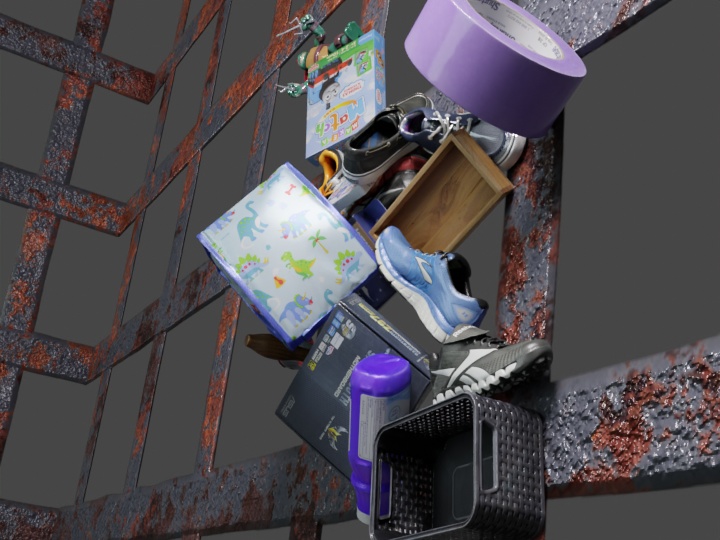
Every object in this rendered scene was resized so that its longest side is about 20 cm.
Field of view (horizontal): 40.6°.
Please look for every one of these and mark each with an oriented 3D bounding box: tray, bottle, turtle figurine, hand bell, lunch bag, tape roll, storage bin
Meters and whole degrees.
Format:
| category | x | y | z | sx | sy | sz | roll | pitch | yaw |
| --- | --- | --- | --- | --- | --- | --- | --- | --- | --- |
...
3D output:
| category | x | y | z | sx | sy | sz | roll | pitch | yaw |
| --- | --- | --- | --- | --- | --- | --- | --- | --- | --- |
| tray | 0.100 | -0.076 | 1.250 | 0.099 | 0.037 | 0.200 | 50 | 130 | 11 |
| bottle | 0.022 | 0.207 | 1.180 | 0.064 | 0.083 | 0.204 | 11 | 107 | 27 |
| turtle figurine | -0.079 | -0.399 | 1.815 | 0.198 | 0.099 | 0.153 | 4 | 95 | 47 |
| hand bell | -0.068 | 0.118 | 1.343 | 0.104 | 0.197 | 0.106 | -44 | 37 | 46 |
| lunch bag | -0.090 | -0.013 | 1.305 | 0.170 | 0.128 | 0.200 | -41 | 60 | -10 |
| tape roll | 0.154 | -0.246 | 1.117 | 0.086 | 0.197 | 0.202 | -57 | 29 | 29 |
| storage bin | 0.100 | 0.225 | 1.049 | 0.199 | 0.092 | 0.138 | -35 | 46 | 52 |

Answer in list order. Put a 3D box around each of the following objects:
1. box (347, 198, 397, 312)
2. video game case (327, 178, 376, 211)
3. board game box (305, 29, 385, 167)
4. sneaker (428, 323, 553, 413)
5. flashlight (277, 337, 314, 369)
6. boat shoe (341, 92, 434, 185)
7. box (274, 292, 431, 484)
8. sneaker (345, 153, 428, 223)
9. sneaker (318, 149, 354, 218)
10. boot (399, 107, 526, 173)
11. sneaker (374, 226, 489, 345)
| category | x | y | z | sx | sy | sz | roll | pitch | yaw |
| --- | --- | --- | --- | --- | --- | --- | --- | --- | --- |
| box | 0.000 | 0.000 | 1.391 | 0.122 | 0.032 | 0.200 | 51 | 134 | 7 |
| video game case | 0.020 | -0.162 | 1.445 | 0.201 | 0.018 | 0.143 | -54 | 14 | -31 |
| board game box | -0.025 | -0.291 | 1.645 | 0.150 | 0.036 | 0.203 | -22 | 54 | 32 |
| sneaker | 0.132 | 0.097 | 1.077 | 0.200 | 0.065 | 0.092 | -37 | 65 | 54 |
| flashlight | -0.081 | 0.149 | 1.506 | 0.069 | 0.067 | 0.200 | -66 | 25 | 10 |
| boat shoe | 0.043 | -0.194 | 1.350 | 0.200 | 0.068 | 0.057 | -48 | -28 | -34 |
| box | -0.005 | 0.157 | 1.259 | 0.202 | 0.157 | 0.051 | -59 | -16 | 26 |
| sneaker | 0.035 | -0.075 | 1.404 | 0.200 | 0.070 | 0.099 | -46 | 34 | 42 |
| sneaker | -0.031 | -0.110 | 1.557 | 0.078 | 0.076 | 0.203 | -44 | 39 | 43 |
| boot | 0.126 | -0.171 | 1.255 | 0.199 | 0.089 | 0.074 | 12 | 84 | 65 |
| sneaker | 0.093 | 0.007 | 1.213 | 0.090 | 0.078 | 0.200 | -50 | 54 | 14 |
